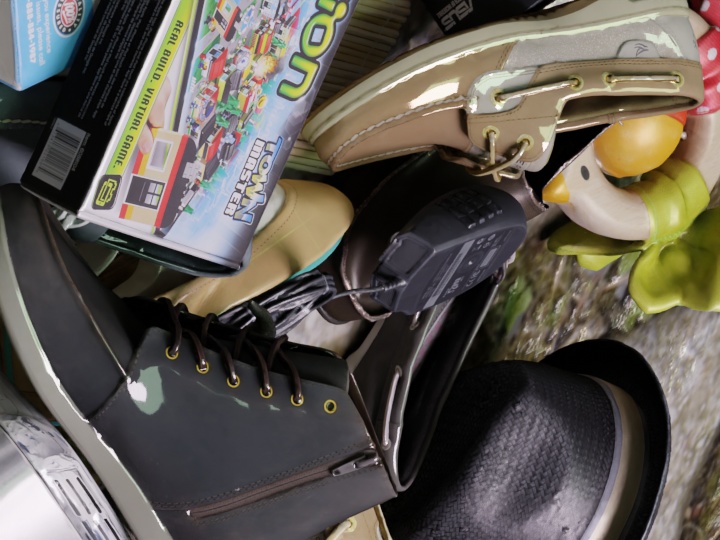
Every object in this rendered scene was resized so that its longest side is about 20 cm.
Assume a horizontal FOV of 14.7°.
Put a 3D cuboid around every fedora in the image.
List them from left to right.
[{"bbox_3d":[0.067,0.112,1.459,0.091,0.200,0.202,29,91,-32],"label":"fedora"}]

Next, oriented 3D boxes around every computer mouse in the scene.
[{"bbox_3d":[0.000,0.000,1.263,0.199,0.034,0.059,-19,153,-42],"label":"computer mouse"}]

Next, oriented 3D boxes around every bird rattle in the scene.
[{"bbox_3d":[0.165,-0.081,1.489,0.162,0.112,0.201,17,97,-41],"label":"bird rattle"}]

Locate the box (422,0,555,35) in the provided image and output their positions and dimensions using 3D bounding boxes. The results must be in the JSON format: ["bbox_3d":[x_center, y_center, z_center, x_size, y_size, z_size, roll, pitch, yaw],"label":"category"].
[{"bbox_3d":[0.139,-0.188,1.328,0.200,0.044,0.160,-35,180,-37],"label":"box"}]

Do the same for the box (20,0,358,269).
[{"bbox_3d":[-0.048,-0.107,1.083,0.110,0.035,0.201,18,97,-56],"label":"box"}]

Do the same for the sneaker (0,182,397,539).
[{"bbox_3d":[-0.068,0.031,1.107,0.106,0.075,0.201,-27,119,6],"label":"sneaker"}]

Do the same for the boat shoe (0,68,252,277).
[{"bbox_3d":[-0.108,-0.038,1.132,0.199,0.072,0.062,14,64,-54],"label":"boat shoe"}]

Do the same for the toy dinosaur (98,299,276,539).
[{"bbox_3d":[-0.075,0.088,1.204,0.201,0.102,0.077,94,22,-52],"label":"toy dinosaur"}]

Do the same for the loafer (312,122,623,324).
[{"bbox_3d":[0.053,-0.048,1.355,0.200,0.071,0.073,-45,128,-17],"label":"loafer"}]

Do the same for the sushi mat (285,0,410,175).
[{"bbox_3d":[-0.050,-0.096,1.248,0.199,0.012,0.096,7,109,-57],"label":"sushi mat"}]

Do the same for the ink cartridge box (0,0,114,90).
[{"bbox_3d":[-0.084,-0.165,1.090,0.199,0.066,0.117,-30,133,-39],"label":"ink cartridge box"}]

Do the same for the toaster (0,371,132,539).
[{"bbox_3d":[-0.164,0.126,1.136,0.129,0.114,0.201,-38,132,-13],"label":"toaster"}]

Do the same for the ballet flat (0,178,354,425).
[{"bbox_3d":[-0.078,-0.004,1.234,0.200,0.068,0.063,-37,124,-36],"label":"ballet flat"}]

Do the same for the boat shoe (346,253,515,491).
[{"bbox_3d":[0.045,0.020,1.430,0.067,0.057,0.201,26,93,-57],"label":"boat shoe"}]

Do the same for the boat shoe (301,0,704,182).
[{"bbox_3d":[0.072,-0.078,1.297,0.199,0.067,0.074,-19,171,-14],"label":"boat shoe"}]

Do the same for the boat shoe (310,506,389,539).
[{"bbox_3d":[-0.021,0.130,1.300,0.074,0.201,0.066,-28,142,5],"label":"boat shoe"}]
